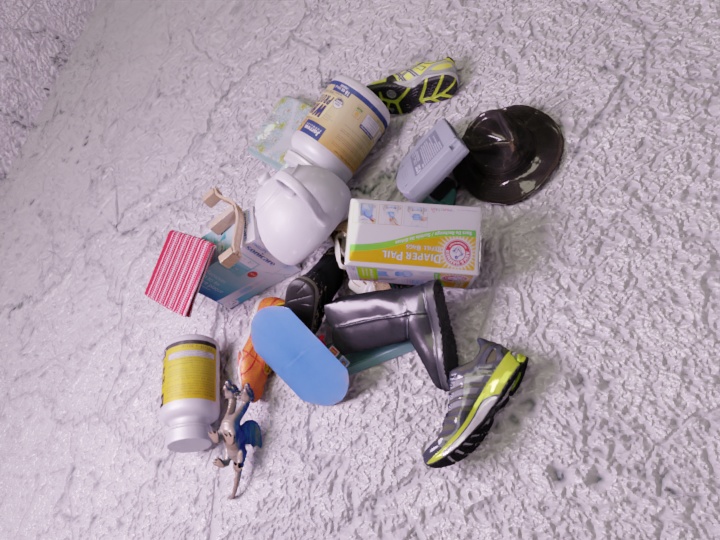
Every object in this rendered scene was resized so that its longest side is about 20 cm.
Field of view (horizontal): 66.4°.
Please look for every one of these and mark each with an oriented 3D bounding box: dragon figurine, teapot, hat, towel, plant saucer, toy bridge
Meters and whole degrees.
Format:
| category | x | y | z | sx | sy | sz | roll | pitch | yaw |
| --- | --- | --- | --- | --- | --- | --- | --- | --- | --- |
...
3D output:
| category | x | y | z | sx | sy | sz | roll | pitch | yaw |
| --- | --- | --- | --- | --- | --- | --- | --- | --- | --- |
| dragon figurine | -0.211 | 0.295 | 0.961 | 0.058 | 0.099 | 0.204 | -2 | 108 | 21 |
| teapot | -0.119 | -0.118 | 0.975 | 0.199 | 0.146 | 0.199 | -36 | 20 | 34 |
| hat | 0.230 | -0.213 | 0.910 | 0.198 | 0.081 | 0.204 | -16 | 57 | 27 |
| towel | -0.348 | 0.001 | 1.058 | 0.198 | 0.022 | 0.147 | 15 | 83 | 48 |
| plant saucer | 0.004 | 0.131 | 0.933 | 0.198 | 0.019 | 0.071 | -26 | 53 | 24 |
| toy bridge | -0.254 | -0.096 | 1.041 | 0.067 | 0.027 | 0.201 | -36 | 50 | 11 |
| towel | -0.167 | -0.313 | 1.275 | 0.199 | 0.048 | 0.172 | 37 | 91 | 42 |

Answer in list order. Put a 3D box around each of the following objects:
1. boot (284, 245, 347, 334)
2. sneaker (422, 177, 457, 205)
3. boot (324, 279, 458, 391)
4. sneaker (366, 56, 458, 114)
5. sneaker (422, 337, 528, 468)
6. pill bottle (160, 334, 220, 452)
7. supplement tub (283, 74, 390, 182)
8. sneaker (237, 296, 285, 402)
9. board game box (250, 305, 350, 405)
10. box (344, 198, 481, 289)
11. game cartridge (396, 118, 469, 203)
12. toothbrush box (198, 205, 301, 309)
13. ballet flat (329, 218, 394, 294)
| category | x | y | z | sx | sy | sz | roll | pitch | yaw |
| --- | --- | --- | --- | --- | --- | --- | --- | --- | --- |
| boot | -0.083 | 0.064 | 0.990 | 0.073 | 0.206 | 0.154 | 26 | 39 | 12 |
| sneaker | 0.083 | -0.085 | 0.957 | 0.201 | 0.074 | 0.087 | -54 | 43 | 0 |
| boot | 0.044 | 0.111 | 0.857 | 0.197 | 0.065 | 0.168 | -12 | 84 | 29 |
| sneaker | 0.102 | -0.371 | 1.102 | 0.197 | 0.076 | 0.077 | -1 | 58 | 24 |
| sneaker | 0.148 | 0.184 | 0.764 | 0.081 | 0.074 | 0.201 | 34 | 81 | 35 |
| pill bottle | -0.325 | 0.235 | 1.053 | 0.110 | 0.111 | 0.203 | -26 | 54 | 22 |
| supplement tub | -0.048 | -0.266 | 1.099 | 0.144 | 0.144 | 0.201 | 35 | 88 | 42 |
| sneaker | -0.177 | 0.144 | 1.025 | 0.076 | 0.073 | 0.203 | 2 | 71 | 23 |
| board game box | -0.096 | 0.136 | 0.920 | 0.039 | 0.200 | 0.158 | -44 | 0 | -44 |
| box | 0.080 | -0.038 | 0.843 | 0.196 | 0.113 | 0.103 | 5 | 78 | 4 |
| game cartridge | 0.117 | -0.187 | 0.944 | 0.133 | 0.040 | 0.201 | -42 | 18 | 19 |
| toothbrush box | -0.240 | -0.021 | 1.106 | 0.198 | 0.146 | 0.086 | -27 | 53 | 20 |
| ballet flat | 0.000 | 0.000 | 0.934 | 0.064 | 0.071 | 0.202 | -14 | 58 | -24 |
